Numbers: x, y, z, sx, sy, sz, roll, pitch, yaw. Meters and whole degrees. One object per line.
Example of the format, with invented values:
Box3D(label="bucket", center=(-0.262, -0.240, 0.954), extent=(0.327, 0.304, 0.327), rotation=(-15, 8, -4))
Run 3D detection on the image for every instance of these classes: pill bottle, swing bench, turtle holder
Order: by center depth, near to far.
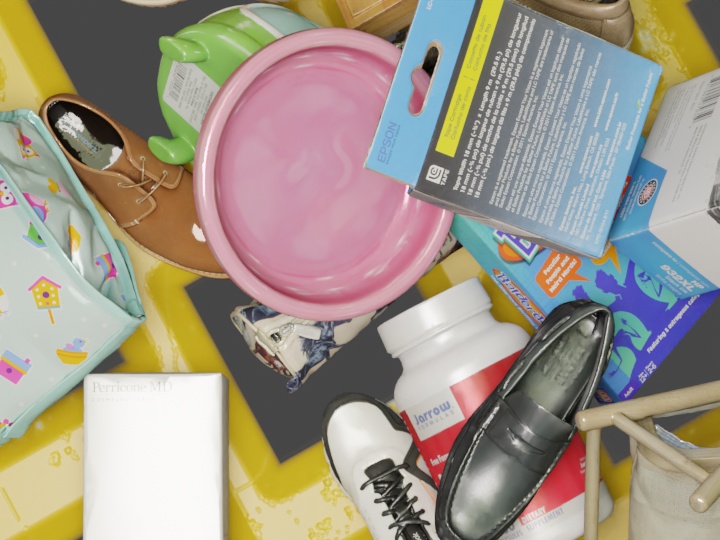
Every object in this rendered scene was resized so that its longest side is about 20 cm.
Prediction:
Box3D(label="swing bench", center=(0.263, 0.173, 1.669), extent=(0.199, 0.130, 0.200), rotation=(-22, 127, -30))
Box3D(label="turtle holder", center=(-0.055, -0.122, 1.724), extent=(0.131, 0.185, 0.142), rotation=(-32, 125, -41))
Box3D(label="pill bottle", center=(0.094, 0.112, 1.731), extent=(0.112, 0.112, 0.201), rotation=(-27, 86, -3))

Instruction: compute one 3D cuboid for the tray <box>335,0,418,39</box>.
Box3D(label="tray", center=(0.004, -0.271, 1.749), extent=(0.098, 0.037, 0.201), rotation=(-29, 60, 10))

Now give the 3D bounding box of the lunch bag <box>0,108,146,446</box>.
Box3D(label="lunch bag", center=(-0.263, 0.007, 1.710), extent=(0.170, 0.122, 0.201), rotation=(-39, 82, 17))

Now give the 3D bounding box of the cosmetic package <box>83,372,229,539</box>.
Box3D(label="cosmetic package", center=(-0.149, 0.176, 1.735), extent=(0.107, 0.085, 0.202), rotation=(-2, 87, 0))

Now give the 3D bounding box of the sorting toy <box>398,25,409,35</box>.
Box3D(label="sorting toy", center=(0.094, -0.269, 1.805), extent=(0.199, 0.036, 0.186), rotation=(-30, 86, 1))

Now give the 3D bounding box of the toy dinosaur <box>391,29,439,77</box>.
Box3D(label="toy dinosaur", center=(0.084, -0.130, 1.769), extent=(0.102, 0.077, 0.200), rotation=(-33, 127, 14))

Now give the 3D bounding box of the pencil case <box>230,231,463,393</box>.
Box3D(label="pencil case", center=(0.000, 0.000, 1.750), extent=(0.200, 0.089, 0.078), rotation=(-40, 104, -5))

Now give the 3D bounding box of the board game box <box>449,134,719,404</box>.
Box3D(label="board game box", center=(0.170, -0.025, 1.734), extent=(0.200, 0.045, 0.152), rotation=(47, 72, -15))

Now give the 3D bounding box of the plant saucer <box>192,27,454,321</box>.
Box3D(label="plant saucer", center=(-0.028, -0.067, 1.639), extent=(0.199, 0.051, 0.202), rotation=(-3, 97, -26))

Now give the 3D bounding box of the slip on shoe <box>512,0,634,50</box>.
Box3D(label="slip on shoe", center=(0.120, -0.228, 1.726), extent=(0.076, 0.061, 0.200), rotation=(-36, 65, -19))

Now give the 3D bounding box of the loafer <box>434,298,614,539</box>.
Box3D(label="loafer", center=(0.115, 0.105, 1.642), extent=(0.068, 0.070, 0.201), rotation=(33, 76, -3))

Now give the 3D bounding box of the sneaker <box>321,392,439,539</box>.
Box3D(label="sneaker", center=(0.036, 0.177, 1.742), extent=(0.073, 0.080, 0.201), rotation=(-31, 85, -2))

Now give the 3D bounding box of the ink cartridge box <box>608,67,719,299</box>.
Box3D(label="ink cartridge box", center=(0.285, -0.076, 1.653), extent=(0.084, 0.199, 0.146), rotation=(38, 60, -22))

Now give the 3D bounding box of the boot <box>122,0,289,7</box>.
Box3D(label="boot", center=(-0.138, -0.242, 1.733), extent=(0.199, 0.107, 0.076), rotation=(2, 81, 31))

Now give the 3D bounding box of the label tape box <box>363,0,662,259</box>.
Box3D(label="label tape box", center=(0.095, -0.108, 1.631), extent=(0.199, 0.063, 0.145), rotation=(20, 88, -26))

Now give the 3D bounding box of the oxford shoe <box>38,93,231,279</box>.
Box3D(label="oxford shoe", center=(-0.162, -0.061, 1.762), extent=(0.199, 0.071, 0.072), rotation=(35, 84, 0))
